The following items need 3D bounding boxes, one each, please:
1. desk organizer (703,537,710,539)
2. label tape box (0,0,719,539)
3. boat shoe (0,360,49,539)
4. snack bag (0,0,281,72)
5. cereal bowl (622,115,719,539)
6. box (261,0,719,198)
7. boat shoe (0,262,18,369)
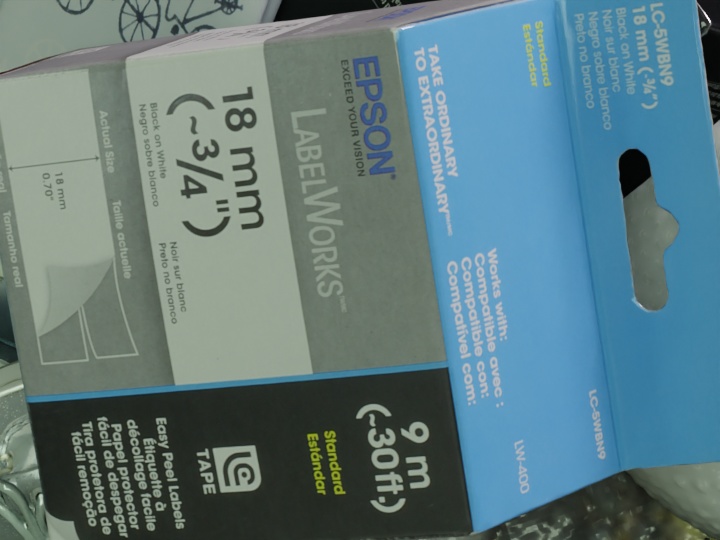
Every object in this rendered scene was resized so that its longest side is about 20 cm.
[{"bbox_3d":[0.164,0.170,0.773,0.200,0.072,0.077,36,86,9],"label":"desk organizer"},{"bbox_3d":[0.000,0.000,0.714,0.200,0.063,0.144,-6,99,21],"label":"label tape box"},{"bbox_3d":[-0.064,0.067,0.814,0.202,0.074,0.065,-10,47,-2],"label":"boat shoe"},{"bbox_3d":[-0.103,-0.114,0.807,0.200,0.021,0.189,31,108,30],"label":"snack bag"},{"bbox_3d":[0.156,-0.003,0.804,0.200,0.083,0.200,-1,84,6],"label":"cereal bowl"},{"bbox_3d":[0.017,-0.104,0.790,0.141,0.079,0.200,-39,70,20],"label":"box"},{"bbox_3d":[-0.167,-0.006,0.837,0.200,0.075,0.062,17,107,-7],"label":"boat shoe"}]
